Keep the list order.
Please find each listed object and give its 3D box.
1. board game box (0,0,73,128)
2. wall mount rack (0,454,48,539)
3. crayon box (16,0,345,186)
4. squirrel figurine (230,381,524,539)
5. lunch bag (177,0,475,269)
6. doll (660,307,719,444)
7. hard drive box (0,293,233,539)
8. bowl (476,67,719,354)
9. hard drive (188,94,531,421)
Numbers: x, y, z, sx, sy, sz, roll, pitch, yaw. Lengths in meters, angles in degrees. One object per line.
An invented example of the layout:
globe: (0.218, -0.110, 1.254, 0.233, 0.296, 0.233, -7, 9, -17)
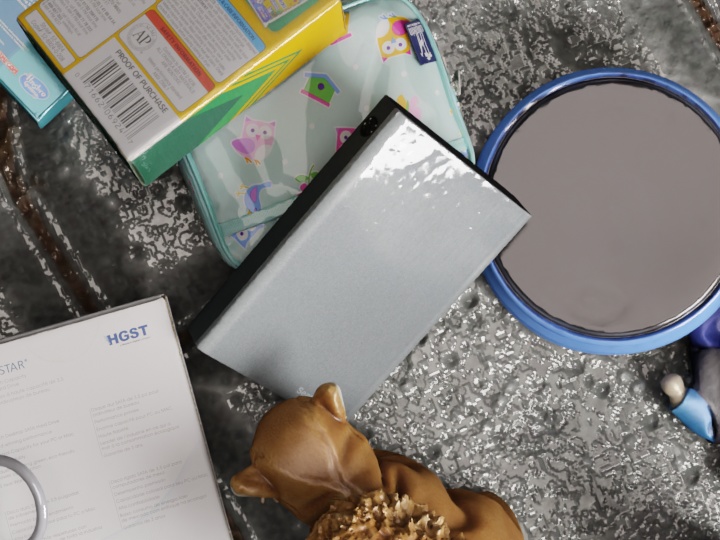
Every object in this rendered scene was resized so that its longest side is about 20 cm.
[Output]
board game box: (-0.196, -0.220, 1.018, 0.200, 0.047, 0.151, -44, 95, -7)
wall mount rack: (-0.287, 0.181, 0.936, 0.198, 0.074, 0.176, -5, 96, 29)
crayon box: (-0.100, -0.166, 0.965, 0.199, 0.052, 0.126, -38, 75, -7)
squirrel figurine: (0.011, 0.162, 0.962, 0.141, 0.200, 0.187, -40, 107, 0)
lunch bag: (-0.023, -0.090, 1.025, 0.198, 0.077, 0.162, -21, 91, -7)
doll: (0.277, 0.062, 1.081, 0.135, 0.048, 0.202, -5, 89, -8)
hard drive box: (-0.176, 0.132, 0.998, 0.154, 0.077, 0.202, -15, 91, -9)
bowl: (0.173, -0.043, 1.048, 0.198, 0.039, 0.203, 0, 87, 7)
hard drive: (0.000, 0.000, 0.993, 0.139, 0.033, 0.200, 33, 104, -37)
